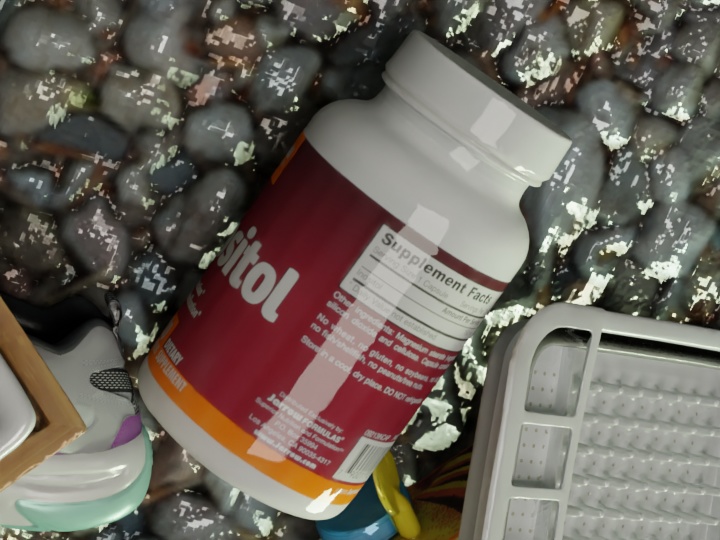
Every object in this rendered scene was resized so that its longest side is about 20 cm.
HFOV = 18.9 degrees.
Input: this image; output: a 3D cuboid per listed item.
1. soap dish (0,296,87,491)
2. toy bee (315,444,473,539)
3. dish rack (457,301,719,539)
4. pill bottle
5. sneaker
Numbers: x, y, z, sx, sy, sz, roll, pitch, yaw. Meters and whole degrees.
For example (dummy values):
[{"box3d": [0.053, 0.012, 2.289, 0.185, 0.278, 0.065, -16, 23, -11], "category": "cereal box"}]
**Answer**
[{"box3d": [-0.223, 0.029, 0.867, 0.157, 0.081, 0.200, -35, 80, -1], "category": "soap dish"}, {"box3d": [0.016, 0.154, 1.019, 0.200, 0.109, 0.131, -45, 119, 5], "category": "toy bee"}, {"box3d": [0.116, 0.106, 1.017, 0.200, 0.044, 0.172, 9, 89, -42], "category": "dish rack"}, {"box3d": [0.000, 0.000, 0.946, 0.113, 0.113, 0.200, 31, 100, -25], "category": "pill bottle"}, {"box3d": [-0.194, 0.054, 0.938, 0.200, 0.078, 0.140, -14, 114, -21], "category": "sneaker"}]
